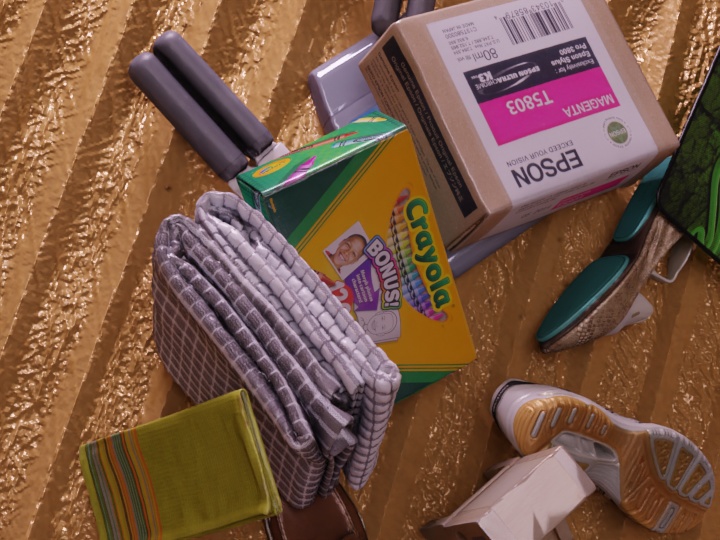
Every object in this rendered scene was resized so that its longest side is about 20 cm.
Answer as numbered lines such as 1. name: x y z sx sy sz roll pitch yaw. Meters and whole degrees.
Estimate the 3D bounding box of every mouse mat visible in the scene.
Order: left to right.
1. mouse mat: 0.322 -0.092 1.259 0.161 0.008 0.201 36 69 -26

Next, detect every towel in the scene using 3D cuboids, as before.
1. towel: -0.129 0.143 1.057 0.018 0.200 0.086 -15 84 -44
2. towel: -0.070 0.064 1.077 0.085 0.166 0.200 -33 70 -23

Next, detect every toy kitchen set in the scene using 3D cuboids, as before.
1. toy kitchen set: 0.119 0.258 1.084 0.163 0.180 0.200 -39 88 -16

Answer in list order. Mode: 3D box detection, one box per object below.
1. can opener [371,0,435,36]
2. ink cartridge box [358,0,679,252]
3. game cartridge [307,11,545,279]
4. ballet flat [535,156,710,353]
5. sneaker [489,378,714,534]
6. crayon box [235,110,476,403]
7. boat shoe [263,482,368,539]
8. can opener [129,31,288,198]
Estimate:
1. can opener: 0.047 -0.274 1.247 0.053 0.067 0.201 10 76 1
2. ink cartridge box: 0.123 -0.126 1.189 0.199 0.075 0.165 -21 78 -31
3. game cartridge: 0.053 -0.099 1.227 0.133 0.040 0.200 -35 86 -13
4. ballet flat: 0.217 0.001 1.224 0.065 0.070 0.200 43 76 -17
5. sneaker: 0.185 0.132 1.183 0.200 0.088 0.076 31 91 -27
6. crayon box: 0.000 0.000 1.132 0.118 0.058 0.201 -27 117 -15
7. boat shoe: -0.015 0.221 1.123 0.072 0.068 0.201 -22 81 -13
8. can opener: -0.090 -0.098 1.172 0.053 0.067 0.200 -44 97 -18
